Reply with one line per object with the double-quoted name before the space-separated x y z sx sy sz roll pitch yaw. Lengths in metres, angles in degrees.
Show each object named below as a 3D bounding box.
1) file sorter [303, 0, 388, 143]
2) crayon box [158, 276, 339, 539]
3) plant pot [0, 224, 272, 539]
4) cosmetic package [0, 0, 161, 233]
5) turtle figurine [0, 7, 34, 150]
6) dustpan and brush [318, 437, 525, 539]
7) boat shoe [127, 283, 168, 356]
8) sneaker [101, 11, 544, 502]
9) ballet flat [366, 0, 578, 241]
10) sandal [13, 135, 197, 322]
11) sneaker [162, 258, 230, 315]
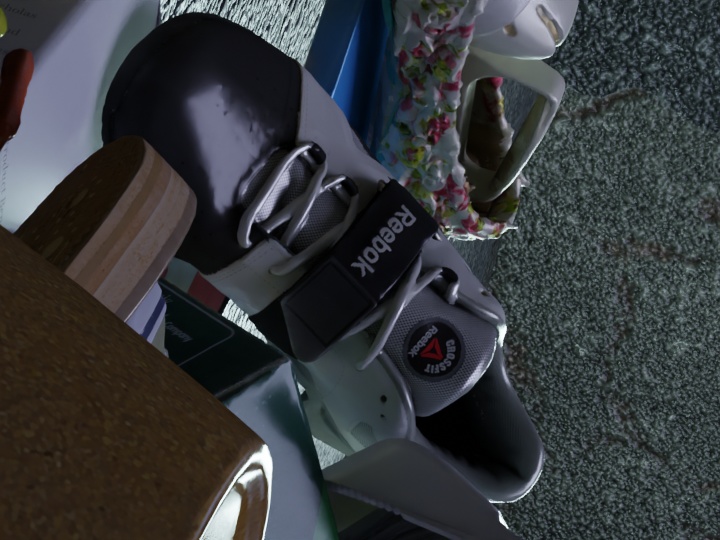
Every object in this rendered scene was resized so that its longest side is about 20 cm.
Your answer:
"file sorter" -0.048 -0.077 0.932 0.200 0.122 0.139 15 94 -82
"crayon box" -0.052 0.096 0.794 0.051 0.126 0.201 -29 124 -24
"plant pot" -0.121 0.038 0.394 0.186 0.199 0.187 19 90 -83
"cosmetic package" -0.122 -0.029 0.716 0.200 0.074 0.102 -64 169 -53
"turtle figurine" -0.129 -0.077 0.566 0.200 0.064 0.162 -35 136 -59
"dustpan and brush" 0.001 0.090 0.796 0.057 0.200 0.140 -34 130 -10
"boat shoe" -0.081 0.074 0.633 0.072 0.062 0.200 -40 -161 37
"sneaker" 0.000 0.000 0.790 0.074 0.088 0.200 -51 132 -14
"ballet flat" 0.039 -0.078 0.854 0.200 0.064 0.076 95 16 -58
"sandal" -0.120 0.035 0.578 0.077 0.070 0.212 -15 -145 52
"sneaker" -0.107 0.005 0.916 0.074 0.087 0.200 -66 -164 -8
